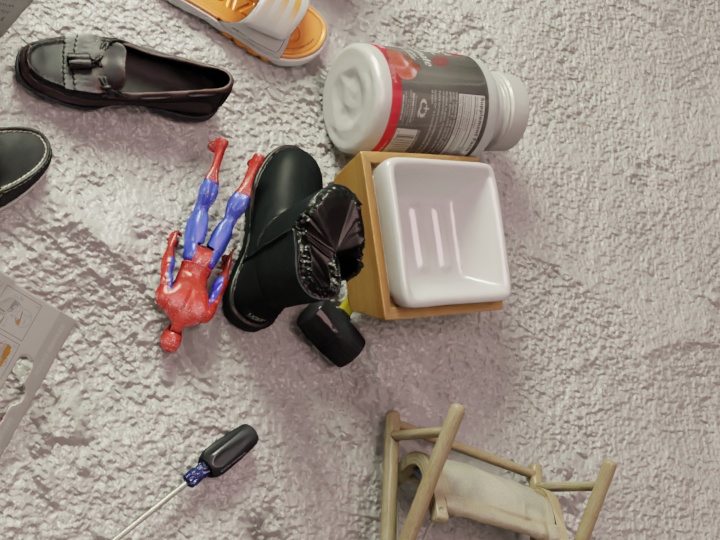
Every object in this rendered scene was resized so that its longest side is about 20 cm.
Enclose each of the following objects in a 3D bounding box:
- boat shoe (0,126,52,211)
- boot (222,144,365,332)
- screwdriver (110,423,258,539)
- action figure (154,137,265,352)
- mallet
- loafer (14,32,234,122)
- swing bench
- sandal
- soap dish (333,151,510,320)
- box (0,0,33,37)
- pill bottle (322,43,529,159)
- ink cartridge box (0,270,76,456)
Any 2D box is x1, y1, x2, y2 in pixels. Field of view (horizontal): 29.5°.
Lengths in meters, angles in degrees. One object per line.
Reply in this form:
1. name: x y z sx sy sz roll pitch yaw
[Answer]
1. boat shoe: -0.338 -0.076 1.136 0.200 0.060 0.076 -31 94 -35
2. boot: -0.047 -0.047 1.249 0.076 0.168 0.201 28 62 -23
3. screwdriver: -0.161 0.194 1.185 0.200 0.029 0.028 -37 97 -40
4. action figure: -0.144 -0.019 1.252 0.065 0.052 0.201 24 69 -19
5. mallet: 0.000 0.000 1.348 0.066 0.041 0.201 40 55 -21
6. loafer: -0.210 -0.183 1.247 0.199 0.063 0.072 7 72 -31
7. swing bench: 0.115 0.252 1.293 0.198 0.130 0.201 23 70 -26
8. sandal: -0.114 -0.266 1.336 0.206 0.059 0.080 21 66 -26
9. soap dish: 0.060 -0.032 1.332 0.200 0.081 0.158 -3 83 -51
10. box: -0.382 -0.309 1.133 0.198 0.131 0.201 3 75 -32
11. pill bottle: 0.071 -0.168 1.395 0.199 0.111 0.111 1 76 -33
12. ink cartridge box: -0.347 0.058 1.088 0.200 0.050 0.161 38 73 -40
